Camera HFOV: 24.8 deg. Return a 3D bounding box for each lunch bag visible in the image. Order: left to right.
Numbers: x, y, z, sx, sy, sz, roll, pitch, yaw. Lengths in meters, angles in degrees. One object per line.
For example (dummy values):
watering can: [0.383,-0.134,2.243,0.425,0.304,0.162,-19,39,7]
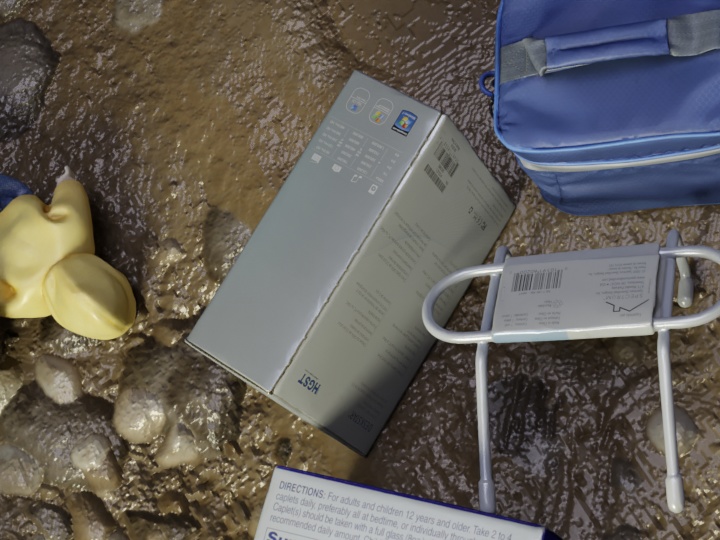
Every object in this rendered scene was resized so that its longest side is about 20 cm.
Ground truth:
lunch bag: [0.172,-0.123,1.035,0.198,0.132,0.137,-6,68,21]

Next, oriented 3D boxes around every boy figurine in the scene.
boy figurine: [-0.239,-0.017,1.213,0.199,0.064,0.125,30,84,29]

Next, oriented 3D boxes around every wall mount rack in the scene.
wall mount rack: [0.135,0.056,0.996,0.198,0.075,0.175,-5,46,22]

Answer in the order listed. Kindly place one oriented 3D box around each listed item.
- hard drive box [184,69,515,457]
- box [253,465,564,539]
hard drive box: [0.000,0.000,1.050,0.076,0.156,0.201,28,82,29]
box: [0.018,0.239,0.980,0.182,0.105,0.202,9,75,26]
